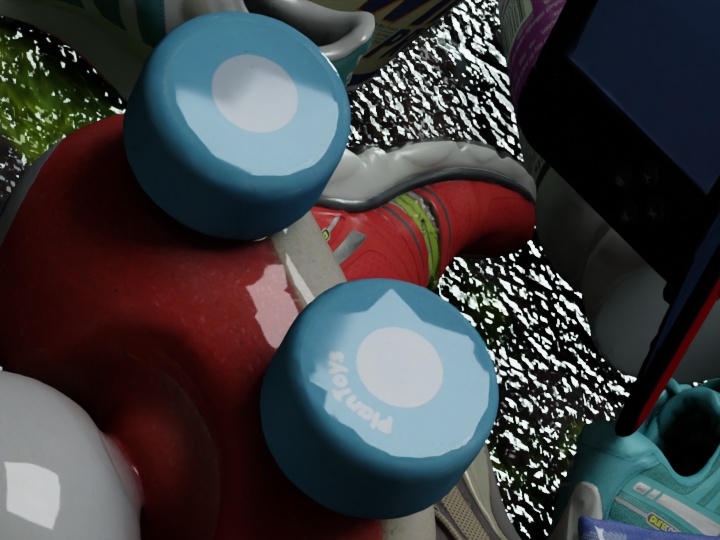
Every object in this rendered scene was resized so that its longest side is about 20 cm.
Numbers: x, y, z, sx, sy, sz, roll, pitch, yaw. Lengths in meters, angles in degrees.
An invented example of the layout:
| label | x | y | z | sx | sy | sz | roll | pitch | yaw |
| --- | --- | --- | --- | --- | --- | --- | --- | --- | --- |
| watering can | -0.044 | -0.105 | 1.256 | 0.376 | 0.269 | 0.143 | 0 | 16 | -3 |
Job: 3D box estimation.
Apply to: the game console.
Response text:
| label | x | y | z | sx | sy | sz | roll | pitch | yaw |
| --- | --- | --- | --- | --- | --- | --- | --- | --- | --- |
| game console | 0.115 | -0.074 | 1.066 | 0.119 | 0.200 | 0.172 | -11 | 49 | -44 |

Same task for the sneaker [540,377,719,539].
| label | x | y | z | sx | sy | sz | roll | pitch | yaw |
| --- | --- | --- | --- | --- | --- | --- | --- | --- | --- |
| sneaker | 0.137 | 0.080 | 1.134 | 0.077 | 0.080 | 0.200 | 16 | 14 | 30 |

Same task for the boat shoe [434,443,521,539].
| label | x | y | z | sx | sy | sz | roll | pitch | yaw |
| --- | --- | --- | --- | --- | --- | --- | --- | --- | --- |
| boat shoe | 0.022 | 0.116 | 0.991 | 0.073 | 0.075 | 0.200 | -2 | 51 | -41 |

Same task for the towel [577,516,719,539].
| label | x | y | z | sx | sy | sz | roll | pitch | yaw |
| --- | --- | --- | --- | --- | --- | --- | --- | --- | --- |
| towel | 0.130 | 0.191 | 1.037 | 0.147 | 0.024 | 0.200 | 13 | 64 | -47 |

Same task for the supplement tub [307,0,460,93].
| label | x | y | z | sx | sy | sz | roll | pitch | yaw |
| --- | --- | --- | --- | --- | --- | --- | --- | --- | --- |
| supplement tub | 0.011 | -0.174 | 1.142 | 0.145 | 0.200 | 0.145 | 33 | 35 | -28 |

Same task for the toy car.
| label | x | y | z | sx | sy | sz | roll | pitch | yaw |
| --- | --- | --- | --- | --- | --- | --- | --- | --- | --- |
| toy car | -0.095 | 0.051 | 0.843 | 0.200 | 0.184 | 0.177 | -18 | 69 | -28 |

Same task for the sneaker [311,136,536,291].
| label | x | y | z | sx | sy | sz | roll | pitch | yaw |
| --- | --- | --- | --- | --- | --- | --- | --- | --- | --- |
| sneaker | 0.000 | 0.000 | 1.092 | 0.200 | 0.077 | 0.085 | -7 | 83 | -54 |

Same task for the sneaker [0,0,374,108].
| label | x | y | z | sx | sy | sz | roll | pitch | yaw |
| --- | --- | --- | --- | --- | --- | --- | --- | --- | --- |
| sneaker | -0.082 | -0.119 | 1.066 | 0.200 | 0.093 | 0.070 | 38 | 33 | -22 |

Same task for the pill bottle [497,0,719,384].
| label | x | y | z | sx | sy | sz | roll | pitch | yaw |
| --- | --- | --- | --- | --- | --- | --- | --- | --- | --- |
| pill bottle | 0.123 | -0.054 | 1.251 | 0.112 | 0.112 | 0.200 | 28 | 38 | -34 |
